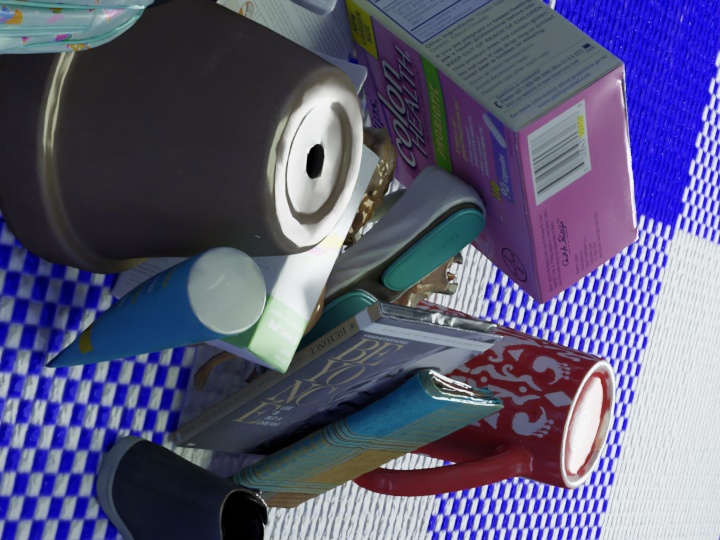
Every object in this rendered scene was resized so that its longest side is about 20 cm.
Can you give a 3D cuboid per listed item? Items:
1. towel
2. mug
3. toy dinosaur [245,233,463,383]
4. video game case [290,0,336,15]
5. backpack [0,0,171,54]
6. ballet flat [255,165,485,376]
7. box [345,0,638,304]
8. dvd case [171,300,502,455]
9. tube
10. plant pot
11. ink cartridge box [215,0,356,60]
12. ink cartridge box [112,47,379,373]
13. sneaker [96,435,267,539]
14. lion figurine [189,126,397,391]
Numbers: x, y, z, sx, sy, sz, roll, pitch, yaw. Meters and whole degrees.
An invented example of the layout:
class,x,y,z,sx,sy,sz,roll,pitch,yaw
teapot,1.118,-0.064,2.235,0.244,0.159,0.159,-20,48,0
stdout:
class,x,y,z,sx,sy,sz,roll,pitch,yaw
towel,-0.004,0.129,1.630,0.147,0.199,0.022,19,47,-64
mug,0.089,0.120,1.768,0.178,0.199,0.133,-69,154,-15
toy dinosaur,-0.021,0.022,1.644,0.199,0.086,0.136,9,84,-47
video game case,-0.074,-0.276,1.297,0.199,0.022,0.183,24,79,-21
backpack,-0.186,-0.181,1.123,0.200,0.166,0.127,-16,122,-54
ballet flat,0.000,0.000,1.541,0.200,0.070,0.069,-40,154,8
box,0.094,-0.110,1.553,0.096,0.200,0.176,-32,141,-17
dvd case,-0.015,0.082,1.553,0.148,0.200,0.016,12,51,-52
tube,-0.123,0.026,1.318,0.077,0.200,0.051,-33,98,-30
plant pot,-0.097,-0.085,1.315,0.200,0.174,0.201,-35,132,-52
ink cartridge box,-0.057,-0.188,1.523,0.200,0.050,0.162,-49,148,-12
ink cartridge box,-0.067,-0.048,1.447,0.201,0.117,0.067,-66,152,-7
sneaker,-0.101,0.192,1.521,0.075,0.106,0.200,-61,149,-17
lion figurine,-0.045,-0.009,1.502,0.072,0.122,0.201,39,58,-54
